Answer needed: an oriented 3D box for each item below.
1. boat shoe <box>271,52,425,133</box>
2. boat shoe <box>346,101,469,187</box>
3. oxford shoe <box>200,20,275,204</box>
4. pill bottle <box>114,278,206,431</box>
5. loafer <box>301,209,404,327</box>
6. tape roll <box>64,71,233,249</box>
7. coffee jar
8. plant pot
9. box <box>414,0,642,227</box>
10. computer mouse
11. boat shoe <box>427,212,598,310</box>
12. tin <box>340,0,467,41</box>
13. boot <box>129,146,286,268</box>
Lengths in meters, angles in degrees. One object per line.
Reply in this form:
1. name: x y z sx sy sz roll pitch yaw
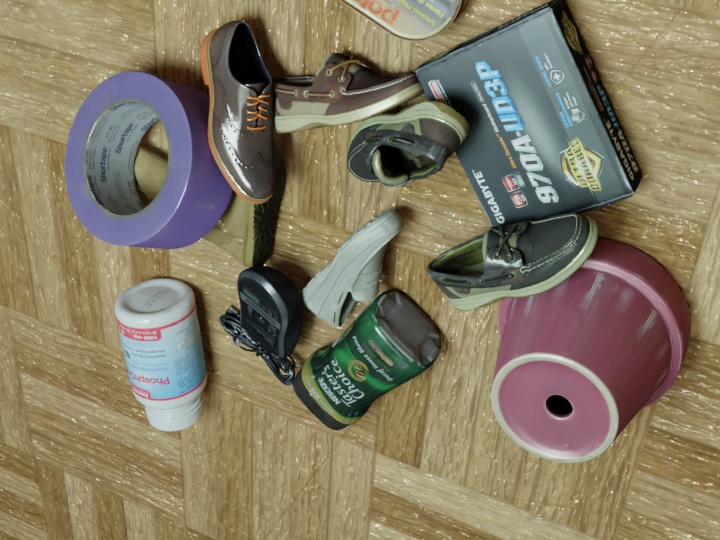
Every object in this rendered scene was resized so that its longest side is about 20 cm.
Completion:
1. boat shoe: -0.023 -0.196 1.002 0.199 0.072 0.072 -1 112 42
2. boat shoe: 0.033 -0.122 0.977 0.073 0.065 0.200 37 158 -17
3. oxford shoe: -0.128 -0.174 1.036 0.072 0.071 0.202 -7 98 58
4. pill bottle: -0.274 0.121 1.314 0.108 0.109 0.201 11 123 24
5. loafer: 0.000 0.000 1.110 0.070 0.070 0.200 47 139 4
6. tape roll: -0.248 -0.127 1.108 0.199 0.085 0.202 -1 88 30
7. coffee jar: 0.002 0.118 1.170 0.104 0.085 0.200 45 130 -2
8. plant pot: 0.222 0.091 0.967 0.199 0.179 0.201 15 124 23
9. box: 0.168 -0.147 0.937 0.158 0.046 0.201 -17 109 36
10. computer mouse: -0.116 0.053 1.202 0.138 0.053 0.200 41 150 15
11. boat shoe: 0.147 -0.013 0.959 0.066 0.072 0.200 32 145 -27
12. tin: 0.018 -0.310 0.930 0.199 0.042 0.112 36 126 6
13. boot: -0.198 -0.103 1.164 0.199 0.066 0.176 27 127 15
